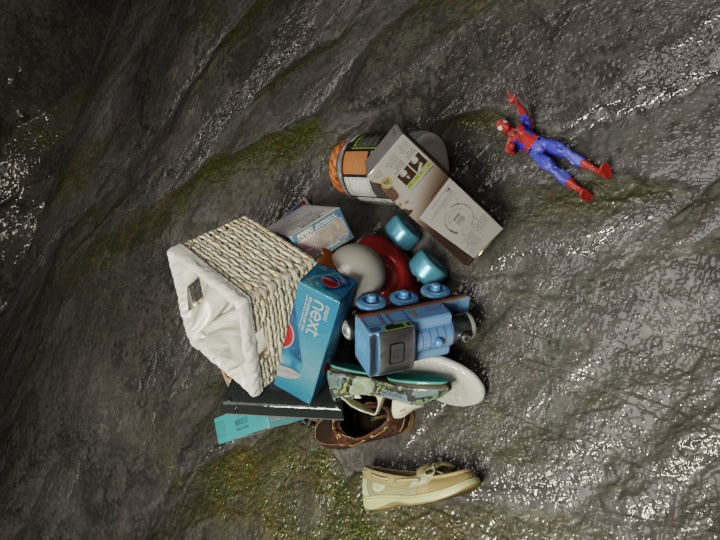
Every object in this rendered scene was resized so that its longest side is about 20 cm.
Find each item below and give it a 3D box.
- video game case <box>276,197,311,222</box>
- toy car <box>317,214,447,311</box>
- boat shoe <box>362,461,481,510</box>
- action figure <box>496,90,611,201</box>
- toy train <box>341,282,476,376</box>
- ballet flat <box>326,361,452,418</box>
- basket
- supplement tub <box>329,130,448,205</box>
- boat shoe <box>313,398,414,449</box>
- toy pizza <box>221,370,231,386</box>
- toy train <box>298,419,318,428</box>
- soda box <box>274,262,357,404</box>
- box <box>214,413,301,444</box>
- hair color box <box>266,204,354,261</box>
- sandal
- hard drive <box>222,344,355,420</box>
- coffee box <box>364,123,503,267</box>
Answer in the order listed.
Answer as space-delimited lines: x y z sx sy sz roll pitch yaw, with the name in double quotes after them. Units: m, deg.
-0.157 -0.042 1.118 0.199 0.017 0.144 -41 50 5 "video game case"
0.000 0.000 0.869 0.185 0.199 0.178 -46 49 18 "toy car"
0.079 0.299 0.780 0.199 0.072 0.064 -29 61 40 "boat shoe"
0.254 -0.184 0.784 0.066 0.098 0.200 -52 45 12 "action figure"
0.075 0.081 0.783 0.114 0.196 0.088 -130 36 -57 "toy train"
0.039 0.178 0.793 0.197 0.074 0.076 3 76 32 "ballet flat"
-0.185 0.049 0.890 0.198 0.160 0.201 29 135 32 "basket"
0.044 -0.178 0.949 0.198 0.122 0.125 13 83 43 "supplement tub"
-0.010 0.245 0.879 0.198 0.070 0.072 -27 64 34 "boat shoe"
-0.205 0.147 1.025 0.197 0.032 0.205 -6 80 35 "toy pizza"
-0.133 0.226 1.024 0.199 0.034 0.046 35 88 43 "toy train"
-0.068 0.095 0.800 0.067 0.064 0.203 25 123 12 "soda box"
-0.184 0.268 0.988 0.199 0.081 0.050 -31 69 45 "box"
-0.097 -0.067 0.975 0.099 0.061 0.199 -33 18 -14 "hair color box"
0.098 0.147 0.826 0.200 0.084 0.050 7 36 36 "sandal"
-0.112 0.179 0.906 0.196 0.033 0.141 0 38 10 "hard drive"
0.104 -0.112 0.800 0.080 0.199 0.113 -47 15 15 "coffee box"
